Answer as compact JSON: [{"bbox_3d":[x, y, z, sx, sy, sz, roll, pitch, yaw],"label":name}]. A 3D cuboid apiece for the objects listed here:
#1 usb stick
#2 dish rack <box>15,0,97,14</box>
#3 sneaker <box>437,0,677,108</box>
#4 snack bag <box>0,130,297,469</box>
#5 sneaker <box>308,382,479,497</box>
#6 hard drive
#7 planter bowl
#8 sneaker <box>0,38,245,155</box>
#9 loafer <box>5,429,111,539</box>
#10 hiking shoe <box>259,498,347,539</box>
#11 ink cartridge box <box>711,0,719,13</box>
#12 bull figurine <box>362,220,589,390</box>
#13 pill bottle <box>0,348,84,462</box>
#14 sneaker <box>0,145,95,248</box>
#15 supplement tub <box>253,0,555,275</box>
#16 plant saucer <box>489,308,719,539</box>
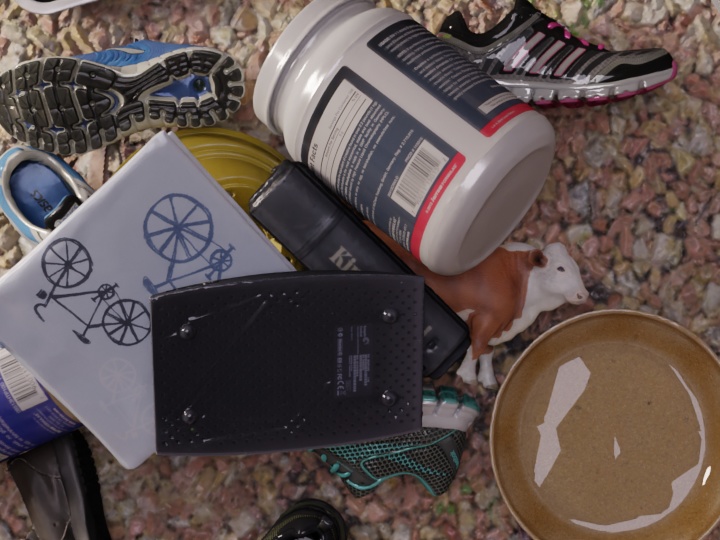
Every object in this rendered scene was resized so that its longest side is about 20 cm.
[{"bbox_3d":[0.000,0.000,1.354,0.200,0.033,0.055,44,90,-11],"label":"usb stick"},{"bbox_3d":[-0.200,-0.304,1.471,0.198,0.044,0.173,-16,85,1],"label":"dish rack"},{"bbox_3d":[0.148,-0.172,1.425,0.198,0.074,0.088,-2,91,8],"label":"sneaker"},{"bbox_3d":[-0.153,0.028,1.313,0.200,0.021,0.189,-42,115,3],"label":"snack bag"},{"bbox_3d":[-0.009,0.130,1.402,0.198,0.078,0.092,7,96,-4],"label":"sneaker"},{"bbox_3d":[-0.054,0.063,1.316,0.198,0.042,0.136,-4,110,-12],"label":"hard drive"},{"bbox_3d":[-0.102,-0.015,1.383,0.199,0.083,0.202,2,85,-20],"label":"planter bowl"},{"bbox_3d":[-0.190,-0.139,1.434,0.198,0.089,0.079,-4,103,-3],"label":"sneaker"},{"bbox_3d":[-0.229,0.224,1.415,0.071,0.073,0.202,-16,75,5],"label":"loafer"},{"bbox_3d":[-0.087,0.259,1.384,0.075,0.101,0.201,34,87,6],"label":"hiking shoe"},{"bbox_3d":[0.353,-0.262,1.418,0.175,0.084,0.201,-32,84,0],"label":"ink cartridge box"},{"bbox_3d":[0.074,0.024,1.415,0.198,0.065,0.122,12,87,4],"label":"bull figurine"},{"bbox_3d":[-0.295,0.091,1.395,0.199,0.120,0.121,-24,84,14],"label":"pill bottle"},{"bbox_3d":[-0.210,-0.019,1.418,0.200,0.072,0.072,41,87,2],"label":"sneaker"},{"bbox_3d":[0.033,-0.105,1.353,0.200,0.140,0.141,39,88,18],"label":"supplement tub"},{"bbox_3d":[0.197,0.130,1.407,0.198,0.035,0.202,0,90,-1],"label":"plant saucer"}]
